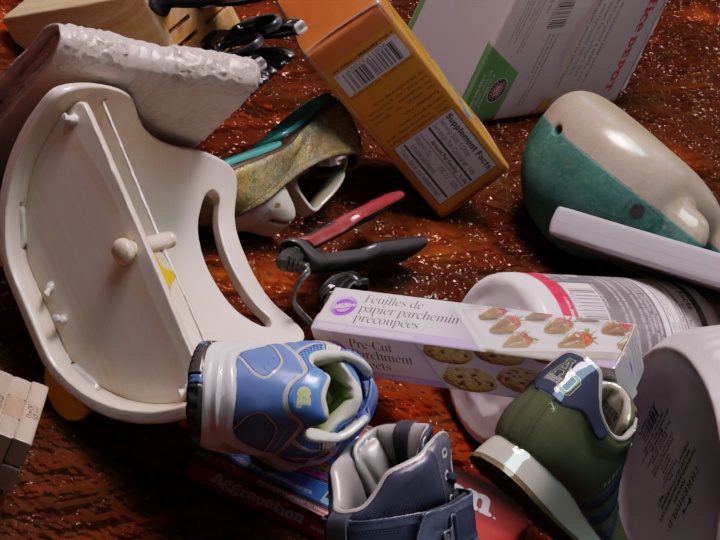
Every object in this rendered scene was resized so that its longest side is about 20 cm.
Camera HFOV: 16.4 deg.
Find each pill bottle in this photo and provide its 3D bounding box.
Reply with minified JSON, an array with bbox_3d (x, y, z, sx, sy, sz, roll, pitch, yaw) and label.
[{"bbox_3d":[0.163,0.059,1.585,0.199,0.111,0.111,3,39,-35],"label":"pill bottle"}]

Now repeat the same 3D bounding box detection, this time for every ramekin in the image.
[{"bbox_3d":[0.223,0.125,1.463,0.104,0.201,0.201,2,38,-18],"label":"ramekin"}]

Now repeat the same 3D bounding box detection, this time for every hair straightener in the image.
[{"bbox_3d":[0.000,0.000,1.586,0.077,0.041,0.200,62,20,1],"label":"hair straightener"}]

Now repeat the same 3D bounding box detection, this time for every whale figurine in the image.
[{"bbox_3d":[0.195,-0.042,1.793,0.200,0.104,0.159,35,9,-36],"label":"whale figurine"}]

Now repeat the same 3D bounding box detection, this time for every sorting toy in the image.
[{"bbox_3d":[-0.110,-0.001,1.455,0.180,0.107,0.201,-9,72,-53],"label":"sorting toy"}]

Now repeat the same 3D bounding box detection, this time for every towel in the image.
[{"bbox_3d":[-0.155,-0.093,1.499,0.132,0.200,0.035,7,68,-27],"label":"towel"}]

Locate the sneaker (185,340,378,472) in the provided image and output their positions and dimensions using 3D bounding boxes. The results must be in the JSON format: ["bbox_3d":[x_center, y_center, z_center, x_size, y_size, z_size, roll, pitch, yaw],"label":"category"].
[{"bbox_3d":[-0.025,0.076,1.365,0.077,0.076,0.200,1,-1,20],"label":"sneaker"}]

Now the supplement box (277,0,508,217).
[{"bbox_3d":[0.024,-0.124,1.698,0.200,0.069,0.067,51,9,-46],"label":"supplement box"}]

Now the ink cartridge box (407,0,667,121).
[{"bbox_3d":[0.139,-0.200,1.911,0.199,0.146,0.088,-10,46,-44],"label":"ink cartridge box"}]

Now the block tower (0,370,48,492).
[{"bbox_3d":[-0.270,0.061,1.309,0.199,0.054,0.058,22,31,-9],"label":"block tower"}]

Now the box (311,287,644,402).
[{"bbox_3d":[0.069,0.047,1.479,0.199,0.042,0.039,7,45,26],"label":"box"}]

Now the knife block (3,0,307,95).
[{"bbox_3d":[-0.133,-0.175,1.633,0.200,0.176,0.064,36,53,14],"label":"knife block"}]

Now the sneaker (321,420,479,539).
[{"bbox_3d":[0.062,0.148,1.348,0.202,0.077,0.147,-9,89,-44],"label":"sneaker"}]

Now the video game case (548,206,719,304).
[{"bbox_3d":[0.248,0.010,1.626,0.199,0.024,0.182,19,-1,35],"label":"video game case"}]

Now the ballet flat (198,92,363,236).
[{"bbox_3d":[-0.057,-0.059,1.646,0.071,0.071,0.200,35,34,13],"label":"ballet flat"}]

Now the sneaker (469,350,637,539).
[{"bbox_3d":[0.130,0.108,1.415,0.067,0.090,0.200,31,-8,29],"label":"sneaker"}]

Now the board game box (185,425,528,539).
[{"bbox_3d":[0.002,0.128,1.453,0.199,0.020,0.103,25,30,-3],"label":"board game box"}]
